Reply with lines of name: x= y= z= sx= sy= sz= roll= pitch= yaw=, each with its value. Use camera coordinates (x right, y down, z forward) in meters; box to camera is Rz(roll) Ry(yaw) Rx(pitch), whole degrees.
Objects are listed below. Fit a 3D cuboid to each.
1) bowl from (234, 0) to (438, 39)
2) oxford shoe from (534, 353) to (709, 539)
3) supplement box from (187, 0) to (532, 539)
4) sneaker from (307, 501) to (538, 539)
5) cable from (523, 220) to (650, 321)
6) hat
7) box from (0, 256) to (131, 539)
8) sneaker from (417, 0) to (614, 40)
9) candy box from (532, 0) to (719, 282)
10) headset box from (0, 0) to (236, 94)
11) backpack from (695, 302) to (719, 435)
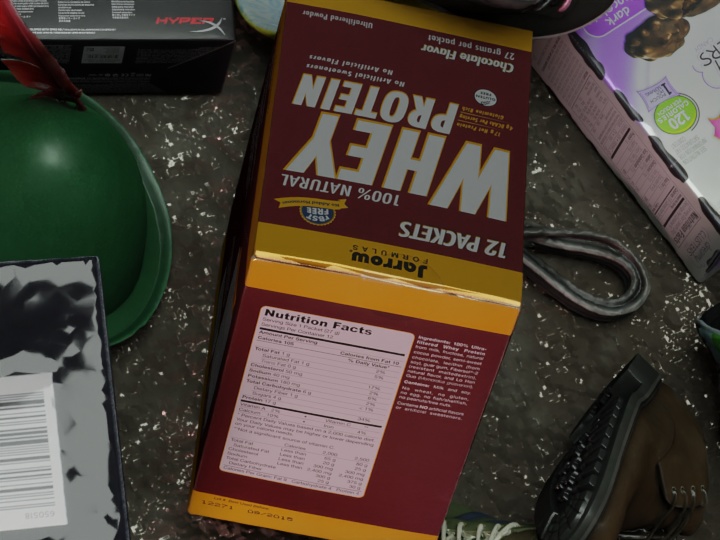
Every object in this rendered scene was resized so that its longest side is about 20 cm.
bowl: x=0.032 y=-0.193 z=1.616 sx=0.107 sy=0.199 sz=0.201 roll=32 pitch=62 yaw=-33
oxford shoe: x=0.148 y=0.110 z=1.512 sx=0.084 sy=0.073 sz=0.200 roll=42 pitch=27 yaw=1
supplement box: x=0.000 y=0.000 z=1.476 sx=0.132 sy=0.201 sz=0.198 roll=11 pitch=47 yaw=-6
sneaker: x=0.074 y=0.154 z=1.518 sx=0.199 sy=0.090 sz=0.067 roll=21 pitch=68 yaw=-1
cable: x=0.071 y=-0.033 z=1.611 sx=0.200 sy=0.050 sz=0.097 roll=40 pitch=66 yaw=7
hat: x=-0.137 y=-0.064 z=1.480 sx=0.199 sy=0.176 sz=0.167 roll=1 pitch=67 yaw=-39
box: x=-0.179 y=0.119 z=1.425 sx=0.117 sy=0.200 sz=0.198 roll=-4 pitch=71 yaw=-10
sneaker: x=0.089 y=-0.155 z=1.484 sx=0.199 sy=0.099 sz=0.071 roll=10 pitch=93 yaw=-45
candy box: x=0.207 y=-0.123 z=1.660 sx=0.167 sy=0.072 sz=0.200 roll=-33 pitch=78 yaw=-20
headset box: x=-0.152 y=-0.205 z=1.624 sx=0.147 sy=0.075 sz=0.201 roll=-2 pitch=69 yaw=-11
backpack: x=0.292 y=0.058 z=1.538 sx=0.176 sy=0.200 sz=0.152 roll=-17 pitch=93 yaw=-17
